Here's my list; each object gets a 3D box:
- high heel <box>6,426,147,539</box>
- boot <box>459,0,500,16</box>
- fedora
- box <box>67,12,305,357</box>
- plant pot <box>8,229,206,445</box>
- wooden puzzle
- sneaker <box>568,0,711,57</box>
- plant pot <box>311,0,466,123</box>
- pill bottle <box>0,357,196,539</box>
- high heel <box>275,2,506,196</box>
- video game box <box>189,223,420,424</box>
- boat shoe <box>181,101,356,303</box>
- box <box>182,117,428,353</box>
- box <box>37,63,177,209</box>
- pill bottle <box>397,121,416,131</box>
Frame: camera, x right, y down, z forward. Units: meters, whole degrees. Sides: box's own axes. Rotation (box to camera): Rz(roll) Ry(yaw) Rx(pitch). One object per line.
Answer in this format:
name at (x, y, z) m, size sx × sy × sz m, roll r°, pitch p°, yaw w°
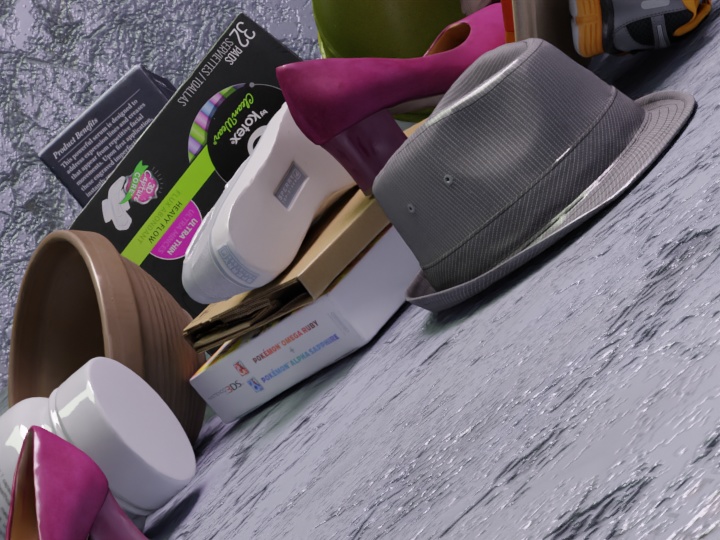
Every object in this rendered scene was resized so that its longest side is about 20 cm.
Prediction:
high heel at (-0.194, 0.170, 1.288) m, size 0.067 × 0.096 × 0.200 m, roll -37°, pitch 8°, yaw 34°
boot at (0.146, -0.253, 1.615) m, size 0.199 × 0.064 × 0.188 m, roll 3°, pitch -76°, yaw -47°
fedora at (0.079, -0.065, 1.318) m, size 0.177 × 0.090 × 0.200 m, roll -47°, pitch 9°, yaw -38°
box at (-0.083, -0.055, 1.714) m, size 0.200 × 0.148 × 0.124 m, roll -52°, pitch -8°, yaw 2°
plant pot at (-0.162, 0.074, 1.608) m, size 0.092 × 0.202 × 0.201 m, roll 0°, pitch -14°, yaw -26°
wooden puzzle at (0.121, -0.185, 1.512) m, size 0.185 × 0.037 × 0.201 m, roll -60°, pitch -25°, yaw -48°
sneaker at (0.188, -0.173, 1.521) m, size 0.077 × 0.079 × 0.200 m, roll -6°, pitch 14°, yaw 20°
plant pot at (0.039, -0.240, 1.673) m, size 0.200 × 0.200 × 0.193 m, roll -43°, pitch -34°, yaw -10°
pill bottle at (-0.203, 0.150, 1.454) m, size 0.200 × 0.113 × 0.113 m, roll -40°, pitch 7°, yaw 15°
high heel at (0.029, -0.137, 1.492) m, size 0.067 × 0.096 × 0.200 m, roll -28°, pitch 15°, yaw 44°
video game box at (0.000, 0.000, 1.550) m, size 0.200 × 0.047 × 0.182 m, roll -47°, pitch 7°, yaw -37°
boat shoe at (-0.053, -0.045, 1.500) m, size 0.068 × 0.072 × 0.200 m, roll -31°, pitch 22°, yaw 37°
box at (-0.011, -0.032, 1.520) m, size 0.200 × 0.021 × 0.163 m, roll -45°, pitch 10°, yaw -31°
box at (-0.136, -0.048, 1.858) m, size 0.107 × 0.200 × 0.148 m, roll -41°, pitch -3°, yaw 3°
pill bottle at (0.107, -0.185, 1.810) m, size 0.200 × 0.114 × 0.114 m, roll -44°, pitch 7°, yaw -22°
